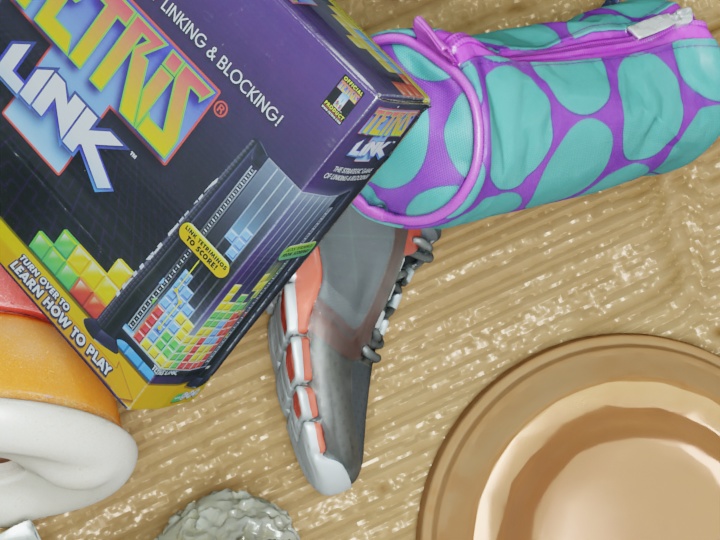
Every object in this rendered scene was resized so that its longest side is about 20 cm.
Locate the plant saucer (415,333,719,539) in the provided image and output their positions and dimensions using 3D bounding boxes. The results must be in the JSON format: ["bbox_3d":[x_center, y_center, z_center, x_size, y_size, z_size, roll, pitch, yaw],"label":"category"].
[{"bbox_3d":[0.126,0.128,0.930,0.199,0.037,0.202,0,85,-4],"label":"plant saucer"}]

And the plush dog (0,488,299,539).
[{"bbox_3d":[-0.091,0.185,0.825,0.160,0.172,0.201,13,83,-26],"label":"plush dog"}]

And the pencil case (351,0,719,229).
[{"bbox_3d":[0.076,-0.073,0.873,0.085,0.199,0.093,45,126,24],"label":"pencil case"}]

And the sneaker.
[{"bbox_3d":[0.000,0.000,0.917,0.081,0.077,0.202,-2,85,-10],"label":"sneaker"}]

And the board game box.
[{"bbox_3d":[-0.095,-0.072,0.814,0.200,0.057,0.166,45,111,18],"label":"board game box"}]

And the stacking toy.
[{"bbox_3d":[-0.171,0.003,0.892,0.145,0.146,0.201,-1,69,-4],"label":"stacking toy"}]
